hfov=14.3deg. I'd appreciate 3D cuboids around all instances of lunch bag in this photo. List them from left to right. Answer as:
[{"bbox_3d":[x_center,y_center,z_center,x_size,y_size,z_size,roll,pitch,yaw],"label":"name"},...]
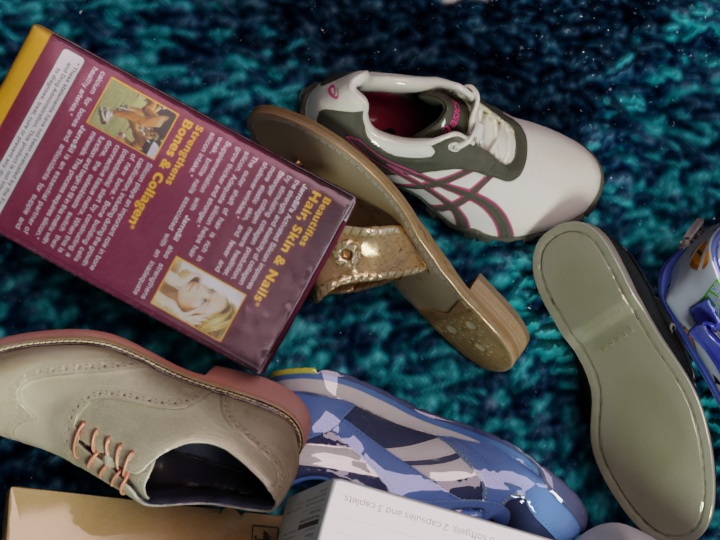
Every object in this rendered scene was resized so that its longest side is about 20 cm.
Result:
[{"bbox_3d":[0.268,0.045,1.714,0.160,0.076,0.200,-28,86,-37],"label":"lunch bag"}]

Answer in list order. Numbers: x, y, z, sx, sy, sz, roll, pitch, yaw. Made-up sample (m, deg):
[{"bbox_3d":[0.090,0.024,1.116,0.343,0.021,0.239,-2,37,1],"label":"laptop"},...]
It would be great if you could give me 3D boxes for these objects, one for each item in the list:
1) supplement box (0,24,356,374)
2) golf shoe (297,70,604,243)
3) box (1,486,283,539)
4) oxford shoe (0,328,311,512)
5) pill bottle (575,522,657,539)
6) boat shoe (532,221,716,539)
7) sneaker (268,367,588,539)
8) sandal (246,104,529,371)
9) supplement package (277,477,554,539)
[{"bbox_3d":[-0.115,-0.037,1.564,0.200,0.086,0.111,29,88,-1],"label":"supplement box"},{"bbox_3d":[0.059,-0.069,1.673,0.199,0.088,0.077,11,70,-19],"label":"golf shoe"},{"bbox_3d":[-0.122,0.224,1.555,0.163,0.021,0.201,8,73,-19],"label":"box"},{"bbox_3d":[-0.129,0.084,1.537,0.199,0.071,0.074,8,39,3],"label":"oxford shoe"},{"bbox_3d":[0.198,0.233,1.619,0.200,0.112,0.112,30,67,-20],"label":"pill bottle"},{"bbox_3d":[0.164,0.065,1.688,0.200,0.074,0.066,63,22,12],"label":"boat shoe"},{"bbox_3d":[0.031,0.124,1.617,0.199,0.074,0.082,21,71,-7],"label":"sneaker"},{"bbox_3d":[0.002,-0.001,1.637,0.212,0.078,0.070,42,63,-12],"label":"sandal"},{"bbox_3d":[0.019,0.228,1.487,0.151,0.151,0.201,17,79,-8],"label":"supplement package"}]
